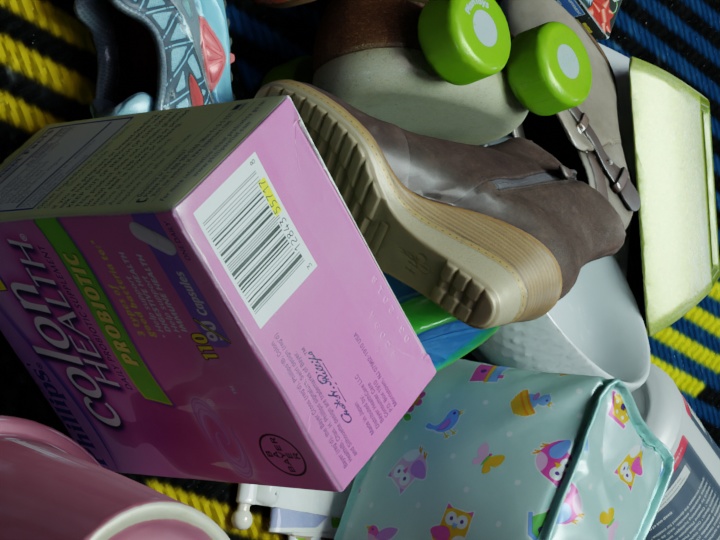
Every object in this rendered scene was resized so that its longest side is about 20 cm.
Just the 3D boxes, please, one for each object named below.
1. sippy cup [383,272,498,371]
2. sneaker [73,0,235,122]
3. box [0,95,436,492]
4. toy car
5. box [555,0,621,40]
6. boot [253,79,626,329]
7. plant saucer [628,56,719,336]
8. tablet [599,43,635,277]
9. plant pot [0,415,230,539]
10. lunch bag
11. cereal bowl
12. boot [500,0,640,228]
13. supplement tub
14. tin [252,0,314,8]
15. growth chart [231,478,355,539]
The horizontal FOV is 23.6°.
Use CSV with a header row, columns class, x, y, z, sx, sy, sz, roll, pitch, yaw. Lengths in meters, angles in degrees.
class,x,y,z,sx,sy,sz,roll,pitch,yaw
sippy cup,0.000,0.000,1.042,0.178,0.140,0.130,-10,69,-44
sneaker,-0.114,-0.076,0.969,0.095,0.079,0.200,-18,92,-53
box,-0.093,0.014,0.899,0.097,0.200,0.176,-48,122,-35
toy car,0.035,-0.185,1.085,0.158,0.164,0.200,13,68,-46
box,0.165,-0.289,1.294,0.137,0.040,0.200,45,54,-37
boot,0.046,-0.050,0.996,0.200,0.072,0.166,42,34,13
plant saucer,0.241,-0.059,1.304,0.200,0.048,0.200,-15,100,-75
tablet,0.173,-0.077,1.323,0.130,0.014,0.200,15,77,-45
plant pot,-0.157,0.170,0.843,0.200,0.179,0.200,3,85,-46
lunch bag,0.078,0.165,1.074,0.122,0.170,0.200,48,57,-42
cereal bowl,0.110,0.011,1.175,0.200,0.083,0.200,43,28,-29
boot,0.133,-0.112,1.181,0.200,0.070,0.146,62,21,7
supplement tub,0.205,0.171,1.255,0.200,0.140,0.140,52,54,-32
tin,-0.020,-0.246,1.050,0.042,0.112,0.200,40,61,-39
growth chart,-0.008,0.133,1.119,0.200,0.018,0.145,25,72,-44
